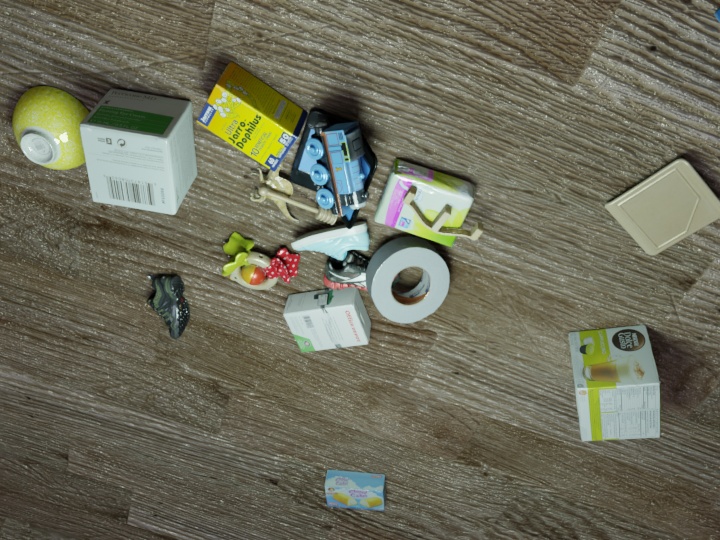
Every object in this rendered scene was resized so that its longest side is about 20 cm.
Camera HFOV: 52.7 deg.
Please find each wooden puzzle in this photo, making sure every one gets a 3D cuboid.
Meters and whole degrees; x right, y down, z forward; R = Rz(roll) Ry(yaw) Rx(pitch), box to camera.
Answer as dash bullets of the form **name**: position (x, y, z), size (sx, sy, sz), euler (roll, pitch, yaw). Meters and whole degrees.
- **wooden puzzle**: position (0.667, -0.138, 1.590), size (0.184, 0.038, 0.199), euler (40, 130, -21)

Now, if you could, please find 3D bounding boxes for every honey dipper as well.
- **honey dipper**: position (-0.146, -0.155, 1.694), size (0.197, 0.038, 0.038), euler (18, 132, -26)

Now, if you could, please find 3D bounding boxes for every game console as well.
- **game console**: position (-0.064, -0.222, 1.604), size (0.173, 0.117, 0.202), euler (20, 130, -6)

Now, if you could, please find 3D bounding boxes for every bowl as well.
- **bowl**: position (-0.717, -0.306, 1.667), size (0.196, 0.109, 0.203), euler (6, 130, 7)

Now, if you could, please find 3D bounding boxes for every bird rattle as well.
- **bird rattle**: position (-0.259, -0.011, 1.856), size (0.197, 0.114, 0.164), euler (13, 144, -17)

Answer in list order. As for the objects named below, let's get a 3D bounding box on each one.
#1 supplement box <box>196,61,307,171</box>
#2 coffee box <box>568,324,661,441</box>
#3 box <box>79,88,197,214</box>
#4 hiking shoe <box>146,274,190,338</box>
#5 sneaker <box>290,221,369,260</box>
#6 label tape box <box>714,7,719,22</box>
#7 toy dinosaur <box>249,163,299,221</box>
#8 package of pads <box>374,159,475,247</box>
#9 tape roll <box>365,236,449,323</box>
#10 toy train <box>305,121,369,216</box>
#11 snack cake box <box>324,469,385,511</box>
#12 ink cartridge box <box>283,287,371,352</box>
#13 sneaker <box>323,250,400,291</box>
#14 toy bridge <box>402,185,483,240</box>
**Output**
- **supplement box**: position (-0.229, -0.327, 1.553), size (0.198, 0.110, 0.109), euler (31, 128, -15)
- **coffee box**: position (0.640, 0.284, 1.833), size (0.194, 0.201, 0.202), euler (-7, 127, 15)
- **box**: position (-0.484, -0.264, 1.614), size (0.195, 0.173, 0.202), euler (9, 130, 3)
- **hiking shoe**: position (-0.531, 0.095, 1.997), size (0.099, 0.076, 0.203), euler (10, 122, 13)
- **sneaker**: position (-0.072, -0.059, 1.755), size (0.197, 0.074, 0.083), euler (-10, 101, 19)
- **label tape box**: position (0.734, -0.392, 1.291), size (0.199, 0.145, 0.063), euler (34, 126, -18)
- **toy dinosaur**: position (-0.204, -0.181, 1.704), size (0.099, 0.059, 0.202), euler (-1, 129, 10)
- **package of pads**: position (0.147, -0.155, 1.651), size (0.197, 0.069, 0.156), euler (18, 132, -5)
- **tape roll**: position (0.114, 0.023, 1.756), size (0.197, 0.066, 0.204), euler (-6, 116, -12)
- **toy train**: position (-0.043, -0.212, 1.523), size (0.113, 0.087, 0.203), euler (2, 114, 33)
- **snack cake box**: position (-0.015, 0.732, 2.419), size (0.196, 0.068, 0.116), euler (2, 131, 9)
- **ink cartridge box**: position (-0.084, 0.129, 1.919), size (0.197, 0.085, 0.148), euler (-8, 128, 17)
- **sneaker**: position (0.000, 0.000, 1.805), size (0.197, 0.071, 0.099), euler (2, 132, 11)
- **toy bridge**: position (0.179, -0.114, 1.616), size (0.198, 0.027, 0.067), euler (27, 133, -13)
